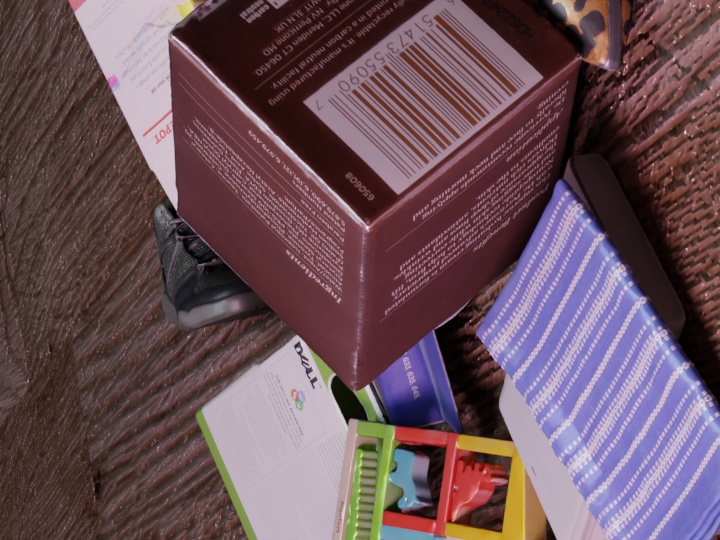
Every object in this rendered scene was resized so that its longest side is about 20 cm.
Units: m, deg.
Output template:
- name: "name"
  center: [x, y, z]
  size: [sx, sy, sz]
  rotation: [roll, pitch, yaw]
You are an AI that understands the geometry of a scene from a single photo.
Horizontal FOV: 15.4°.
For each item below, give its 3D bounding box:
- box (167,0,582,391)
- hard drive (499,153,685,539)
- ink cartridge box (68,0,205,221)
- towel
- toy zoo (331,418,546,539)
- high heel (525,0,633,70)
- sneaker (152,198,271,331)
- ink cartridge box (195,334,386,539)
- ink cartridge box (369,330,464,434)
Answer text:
- name: "box"
  center: [0.005, -0.074, 1.496]
  size: [0.164, 0.166, 0.200]
  rotation: [44, 158, 19]
- name: "hard drive"
  center: [0.128, 0.052, 1.521]
  size: [0.201, 0.026, 0.132]
  rotation: [102, 154, -44]
- name: "ink cartridge box"
  center: [-0.110, -0.146, 1.737]
  size: [0.116, 0.067, 0.201]
  rotation: [-34, 79, 48]
- name: "towel"
  center: [0.134, 0.070, 1.440]
  size: [0.201, 0.024, 0.145]
  rotation: [59, 148, 25]
- name: "toy zoo"
  center: [0.054, 0.167, 1.663]
  size: [0.199, 0.020, 0.132]
  rotation: [4, 85, 50]
- name: "high heel"
  center: [0.091, -0.124, 1.510]
  size: [0.200, 0.071, 0.143]
  rotation: [118, 144, -50]
- name: "sneaker"
  center: [-0.125, -0.011, 2.162]
  size: [0.199, 0.076, 0.115]
  rotation: [-162, 61, -75]
- name: "ink cartridge box"
  center: [-0.014, 0.120, 1.841]
  size: [0.200, 0.075, 0.149]
  rotation: [-38, 72, 50]
- name: "ink cartridge box"
  center: [0.000, 0.000, 1.743]
  size: [0.200, 0.047, 0.199]
  rotation: [-122, 14, -66]
